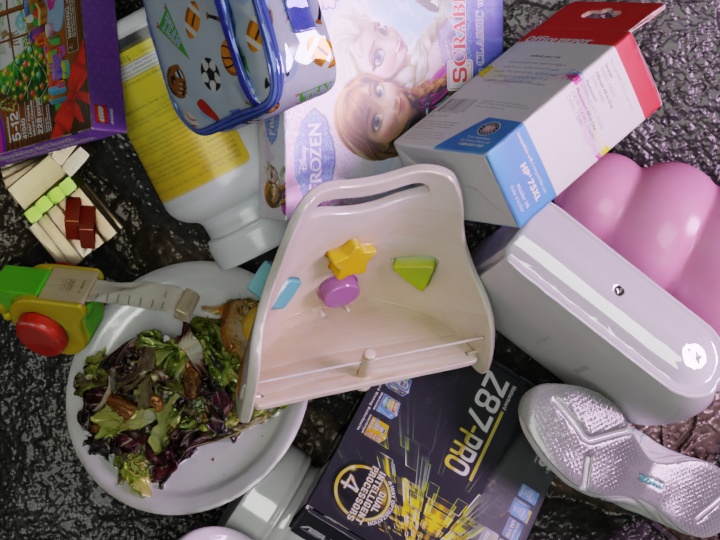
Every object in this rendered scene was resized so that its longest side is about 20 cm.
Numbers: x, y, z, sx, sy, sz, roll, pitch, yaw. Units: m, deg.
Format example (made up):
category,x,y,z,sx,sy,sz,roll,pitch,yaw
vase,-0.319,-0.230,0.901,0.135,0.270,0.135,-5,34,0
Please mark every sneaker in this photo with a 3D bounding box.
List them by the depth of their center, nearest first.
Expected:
category,x,y,z,sx,sy,sz,roll,pitch,yaw
sneaker,0.188,0.145,1.748,0.200,0.080,0.071,32,79,-26

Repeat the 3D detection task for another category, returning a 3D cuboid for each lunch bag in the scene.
category,x,y,z,sx,sy,sz,roll,pitch,yaw
lunch bag,-0.092,-0.202,1.596,0.075,0.160,0.202,-18,92,-30

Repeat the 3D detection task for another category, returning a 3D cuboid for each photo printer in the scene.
category,x,y,z,sx,sy,sz,roll,pitch,yaw
photo printer,0.175,0.041,1.721,0.200,0.166,0.070,38,74,-5

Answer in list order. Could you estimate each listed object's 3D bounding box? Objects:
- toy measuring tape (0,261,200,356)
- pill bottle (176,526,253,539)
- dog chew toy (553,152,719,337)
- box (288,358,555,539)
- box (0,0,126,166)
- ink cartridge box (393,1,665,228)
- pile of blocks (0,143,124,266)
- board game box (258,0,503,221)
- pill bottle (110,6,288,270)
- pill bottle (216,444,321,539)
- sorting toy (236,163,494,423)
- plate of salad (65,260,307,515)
category,x,y,z,sx,sy,sz,roll,pitch,yaw
toy measuring tape,-0.199,0.034,1.747,0.199,0.073,0.074,5,99,29
pill bottle,-0.149,0.279,1.740,0.111,0.111,0.200,47,134,-5
dog chew toy,0.239,-0.025,1.737,0.199,0.125,0.125,25,97,6
box,0.058,0.151,1.735,0.161,0.049,0.201,33,55,-4
box,-0.240,-0.186,1.693,0.136,0.039,0.202,-12,81,38
ink cartridge box,0.136,-0.119,1.695,0.200,0.116,0.068,-39,117,-24
pile of blocks,-0.242,-0.096,1.753,0.081,0.062,0.202,-14,97,2
board game box,0.017,-0.143,1.707,0.198,0.041,0.202,-6,99,-32
pill bottle,-0.115,-0.107,1.726,0.111,0.112,0.201,-26,96,4
pill bottle,-0.006,0.219,1.768,0.199,0.114,0.115,33,97,-3
sorting toy,0.000,0.000,1.663,0.198,0.107,0.181,-11,140,-20
plate of salad,-0.135,0.085,1.746,0.198,0.048,0.202,-5,70,15
